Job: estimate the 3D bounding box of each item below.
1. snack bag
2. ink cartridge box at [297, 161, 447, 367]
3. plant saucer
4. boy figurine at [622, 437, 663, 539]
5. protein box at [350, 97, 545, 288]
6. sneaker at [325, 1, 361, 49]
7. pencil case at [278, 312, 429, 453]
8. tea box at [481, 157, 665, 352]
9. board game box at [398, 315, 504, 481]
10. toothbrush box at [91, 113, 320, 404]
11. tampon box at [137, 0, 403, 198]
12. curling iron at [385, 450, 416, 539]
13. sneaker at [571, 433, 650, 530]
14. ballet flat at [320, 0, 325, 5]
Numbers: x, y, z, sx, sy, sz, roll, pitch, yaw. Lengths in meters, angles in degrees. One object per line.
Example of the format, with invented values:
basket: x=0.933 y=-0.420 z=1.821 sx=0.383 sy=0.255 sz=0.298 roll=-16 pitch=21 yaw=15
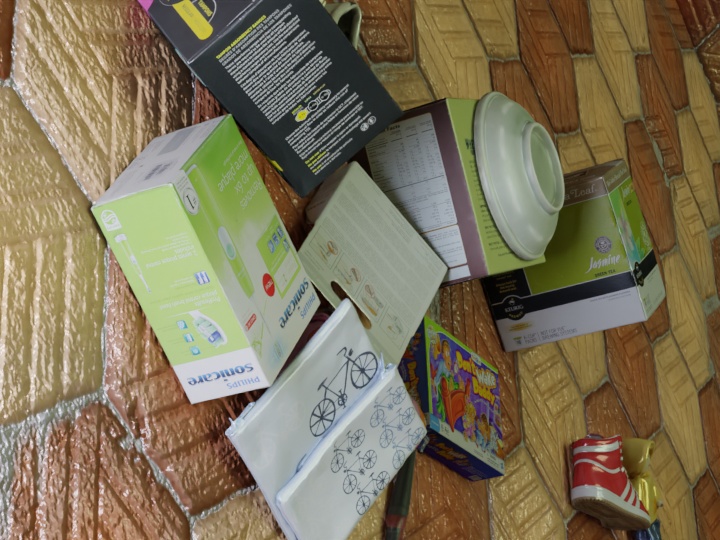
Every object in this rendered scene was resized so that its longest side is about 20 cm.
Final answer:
snack bag: x=-0.025 y=0.149 z=1.470 sx=0.189 sy=0.021 sz=0.200 roll=-48 pitch=131 yaw=-28
ink cartridge box: x=0.000 y=0.000 z=1.651 sx=0.163 sy=0.057 sz=0.200 roll=49 pitch=40 yaw=-14
plant saucer: x=0.193 y=-0.113 z=1.834 sx=0.200 sy=0.050 sz=0.201 roll=42 pitch=41 yaw=-51
boy figurine: x=0.428 y=0.346 z=2.385 sx=0.124 sy=0.064 sz=0.201 roll=-5 pitch=85 yaw=-62
protein box: x=0.100 y=-0.084 z=1.843 sx=0.198 sy=0.135 sz=0.201 roll=-11 pitch=87 yaw=-65
sneaker: x=-0.036 y=-0.215 z=1.706 sx=0.073 sy=0.071 sz=0.201 roll=46 pitch=37 yaw=-46
pencil case: x=-0.010 y=0.123 z=1.561 sx=0.200 sy=0.087 sz=0.088 roll=49 pitch=35 yaw=-46
tea box: x=0.267 y=-0.020 z=2.084 sx=0.134 sy=0.199 sz=0.197 roll=-35 pitch=109 yaw=-63
board game box: x=0.101 y=0.149 z=1.825 sx=0.200 sy=0.045 sz=0.135 roll=37 pitch=45 yaw=-54
toothbrush box: x=-0.129 y=-0.011 z=1.382 sx=0.201 sy=0.086 sz=0.146 roll=67 pitch=26 yaw=-21
tampon box: x=-0.085 y=-0.197 z=1.462 sx=0.200 sy=0.126 sz=0.150 roll=49 pitch=1 yaw=-42
curling iron: x=0.046 y=0.264 z=1.662 sx=0.049 sy=0.026 sz=0.200 roll=19 pitch=47 yaw=-17
sneaker: x=0.354 y=0.296 z=2.247 sx=0.200 sy=0.071 sz=0.113 roll=36 pitch=48 yaw=-51
ballet flat: x=-0.063 y=-0.295 z=1.700 sx=0.071 sy=0.070 sz=0.200 roll=57 pitch=31 yaw=-34
